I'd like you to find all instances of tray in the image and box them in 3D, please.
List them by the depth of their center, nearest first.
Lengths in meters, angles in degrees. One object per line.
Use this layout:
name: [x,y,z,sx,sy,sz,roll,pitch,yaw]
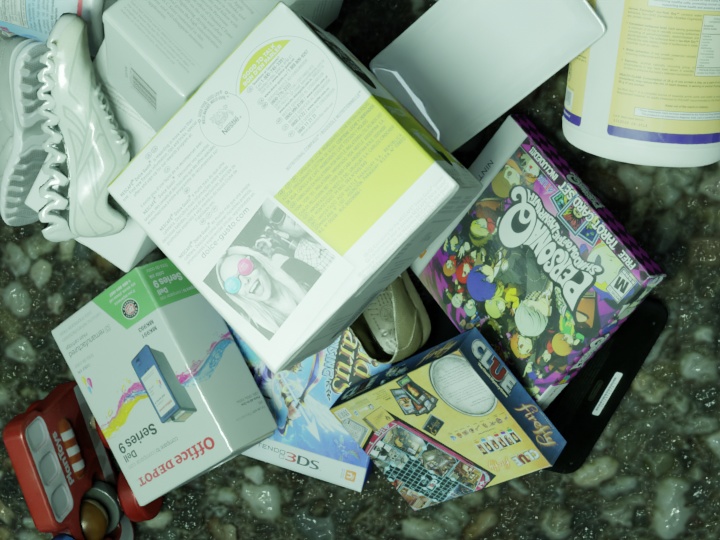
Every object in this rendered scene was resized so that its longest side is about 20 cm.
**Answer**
tray: [0.104,-0.187,1.102,0.199,0.022,0.108,-36,92,37]

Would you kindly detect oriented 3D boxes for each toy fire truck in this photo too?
toy fire truck: [-0.292,0.219,1.350,0.111,0.168,0.203,-10,105,17]

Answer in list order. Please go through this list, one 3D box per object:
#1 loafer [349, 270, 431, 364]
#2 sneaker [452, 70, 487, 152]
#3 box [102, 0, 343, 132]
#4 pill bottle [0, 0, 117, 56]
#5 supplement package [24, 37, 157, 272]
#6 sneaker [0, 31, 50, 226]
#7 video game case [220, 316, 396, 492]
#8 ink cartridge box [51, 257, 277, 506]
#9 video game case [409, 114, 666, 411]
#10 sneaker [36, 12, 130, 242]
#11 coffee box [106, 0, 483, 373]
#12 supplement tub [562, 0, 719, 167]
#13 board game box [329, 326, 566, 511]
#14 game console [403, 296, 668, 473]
loafer: [0.000,0.000,1.200,0.075,0.068,0.201,-26,107,28]
sneaker: [0.139,-0.188,1.157,0.088,0.074,0.202,22,112,9]
box: [-0.110,-0.213,1.103,0.097,0.125,0.200,44,71,6]
pill bottle: [-0.313,-0.274,1.228,0.197,0.109,0.110,17,111,9]
supplement package: [-0.204,-0.125,1.242,0.121,0.120,0.201,33,112,1]
sneaker: [-0.331,-0.142,1.310,0.082,0.074,0.202,37,124,39]
video game case: [-0.058,0.101,1.319,0.179,0.045,0.202,15,110,8]
ink cartridge box: [-0.192,0.107,1.297,0.145,0.087,0.202,-31,86,33]
video game case: [0.148,-0.005,1.180,0.201,0.036,0.182,53,124,24]
sneaker: [-0.239,-0.124,1.155,0.080,0.075,0.203,3,110,0]
coffee box: [-0.045,-0.067,1.067,0.200,0.200,0.198,-45,85,9]
supplement tub: [0.247,-0.199,1.088,0.143,0.145,0.203,9,110,11]
board game box: [0.076,0.142,1.212,0.136,0.035,0.199,51,139,-9]
game console: [0.164,0.071,1.266,0.174,0.117,0.202,15,115,-24]
